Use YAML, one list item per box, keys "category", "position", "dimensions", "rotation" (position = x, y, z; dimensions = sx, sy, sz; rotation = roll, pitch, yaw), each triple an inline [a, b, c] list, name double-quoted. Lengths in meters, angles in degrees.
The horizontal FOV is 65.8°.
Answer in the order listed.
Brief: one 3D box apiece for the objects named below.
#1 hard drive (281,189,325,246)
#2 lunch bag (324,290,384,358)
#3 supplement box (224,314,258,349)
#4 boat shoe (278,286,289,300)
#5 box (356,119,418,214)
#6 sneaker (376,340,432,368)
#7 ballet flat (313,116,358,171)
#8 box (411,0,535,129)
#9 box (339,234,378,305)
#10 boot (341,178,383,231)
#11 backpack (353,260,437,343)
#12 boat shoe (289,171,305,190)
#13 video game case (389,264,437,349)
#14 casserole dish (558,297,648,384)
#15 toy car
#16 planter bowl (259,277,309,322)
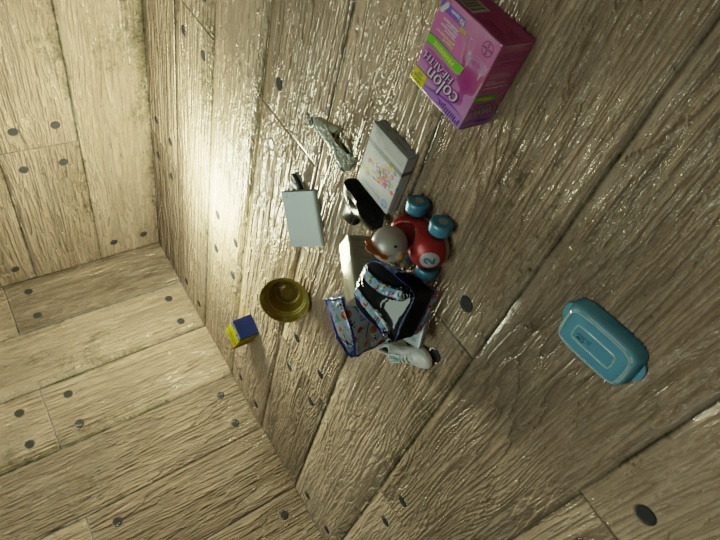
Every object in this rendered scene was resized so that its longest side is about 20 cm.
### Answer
- category: "hard drive"
  position: [-0.198, -0.180, 1.936]
  dimensions: [0.131, 0.026, 0.201]
  rotation: [1, 113, 21]
- category: "lunch bag"
  position: [0.002, 0.152, 1.737]
  dimensions: [0.124, 0.170, 0.201]
  rotation: [-9, 103, 57]
- category: "supplement box"
  position: [-0.618, 0.320, 2.887]
  dimensions: [0.109, 0.109, 0.200]
  rotation: [63, 149, 11]
- category: "boat shoe"
  position: [-0.319, 0.128, 2.341]
  dimensions: [0.073, 0.062, 0.200]
  rotation: [44, 141, 35]
- category: "box"
  position: [0.068, -0.277, 1.503]
  dimensions: [0.156, 0.041, 0.200]
  rotation: [54, 147, 25]
- category: "sneaker"
  position: [0.129, 0.259, 1.679]
  dimensions: [0.200, 0.088, 0.076]
  rotation: [16, 120, 54]
- category: "ballet flat"
  position: [-0.067, -0.384, 1.644]
  dimensions: [0.200, 0.072, 0.072]
  rotation: [60, 148, 11]
- category: "box"
  position: [0.217, -0.424, 1.121]
  dimensions: [0.176, 0.096, 0.200]
  rotation: [55, 147, 22]
- category: "box"
  position: [0.000, 0.000, 1.659]
  dimensions: [0.078, 0.095, 0.201]
  rotation: [135, 135, -55]
- category: "boot"
  position: [0.004, -0.159, 1.656]
  dimensions: [0.139, 0.077, 0.200]
  rotation: [103, 149, -49]
- category: "backpack"
  position: [0.083, 0.072, 1.520]
  dimensions: [0.200, 0.134, 0.183]
  rotation: [41, 122, 35]
- category: "boat shoe"
  position: [-0.231, -0.244, 1.972]
  dimensions: [0.074, 0.066, 0.200]
  rotation: [23, 126, 53]
- category: "video game case"
  position: [0.122, 0.100, 1.598]
  dimensions: [0.200, 0.023, 0.182]
  rotation: [29, 115, 41]
- category: "casserole dish"
  position: [0.474, 0.145, 1.112]
  dimensions: [0.200, 0.039, 0.121]
  rotation: [49, 144, 32]
- category: "toy car"
  position: [0.105, -0.061, 1.415]
  dimensions: [0.177, 0.200, 0.185]
  rotation: [47, 144, 32]
- category: "planter bowl"
  position: [-0.297, 0.102, 2.228]
  dimensions: [0.084, 0.200, 0.201]
  rotation: [-82, -12, -64]
